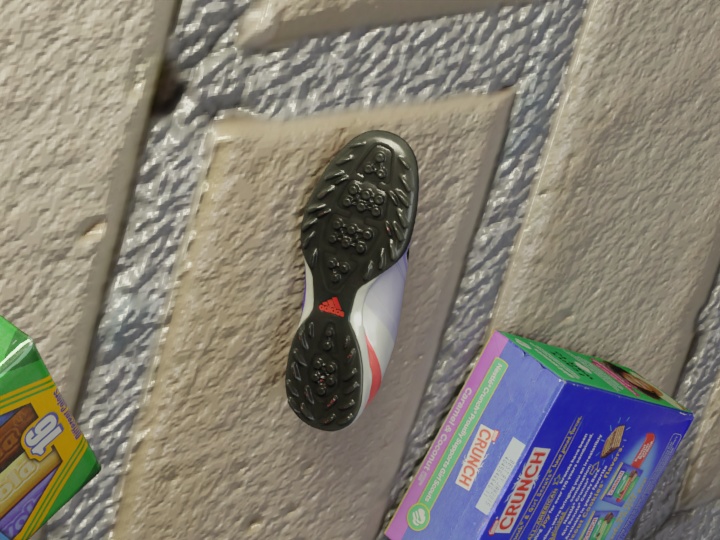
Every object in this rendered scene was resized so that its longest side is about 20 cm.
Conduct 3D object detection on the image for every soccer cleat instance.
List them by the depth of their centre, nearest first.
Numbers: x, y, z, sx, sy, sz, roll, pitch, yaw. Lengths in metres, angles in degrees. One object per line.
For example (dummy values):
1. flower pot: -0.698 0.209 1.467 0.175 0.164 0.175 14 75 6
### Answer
1. soccer cleat: 0.000 0.000 1.604 0.073 0.068 0.200 -44 148 -61

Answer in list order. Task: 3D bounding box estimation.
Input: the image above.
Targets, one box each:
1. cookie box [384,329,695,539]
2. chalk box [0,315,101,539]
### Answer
1. cookie box: 0.131 0.145 1.862 0.200 0.075 0.171 17 104 -55
2. chalk box: -0.255 0.106 1.308 0.200 0.125 0.124 -44 144 -20
